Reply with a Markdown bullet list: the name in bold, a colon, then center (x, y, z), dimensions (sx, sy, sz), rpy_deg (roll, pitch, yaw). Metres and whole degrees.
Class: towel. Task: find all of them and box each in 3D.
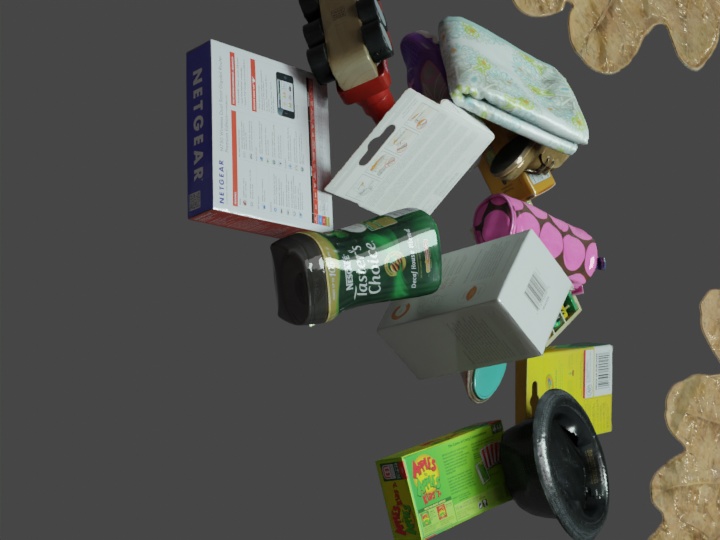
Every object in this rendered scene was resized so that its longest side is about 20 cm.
- **towel**: center (0.193, -0.238, 1.562), dimensions (0.199, 0.048, 0.172), rpy_deg (21, 33, -21)

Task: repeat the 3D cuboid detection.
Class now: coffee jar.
- **coffee jar**: center (-0.007, -0.004, 1.397), dimensions (0.199, 0.085, 0.105), rpy_deg (-15, 107, -29)

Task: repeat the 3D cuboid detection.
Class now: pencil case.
- **pencil case**: center (0.241, -0.034, 1.666), dimensions (0.199, 0.090, 0.094), rpy_deg (19, 72, -38)

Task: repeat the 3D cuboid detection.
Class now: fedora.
- **fedora**: center (0.237, 0.252, 1.544), dimensions (0.200, 0.091, 0.202), rpy_deg (29, 54, -48)

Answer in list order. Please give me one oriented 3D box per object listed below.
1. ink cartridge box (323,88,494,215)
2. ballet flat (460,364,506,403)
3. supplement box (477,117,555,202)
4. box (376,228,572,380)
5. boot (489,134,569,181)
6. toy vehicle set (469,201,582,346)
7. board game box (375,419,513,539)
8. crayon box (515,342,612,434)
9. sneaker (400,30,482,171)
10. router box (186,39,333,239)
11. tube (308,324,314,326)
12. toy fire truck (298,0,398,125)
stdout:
- **ink cartridge box**: center (0.054, -0.142, 1.478), dimensions (0.199, 0.161, 0.050), rpy_deg (20, 26, -50)
- **ballet flat**: center (0.162, 0.094, 1.599), dimensions (0.068, 0.067, 0.201), rpy_deg (52, 48, -29)
- **supplement box**: center (0.190, -0.186, 1.692), dimensions (0.069, 0.066, 0.201), rpy_deg (-23, 87, -48)
- **box**: center (0.138, 0.045, 1.492), dimensions (0.098, 0.199, 0.125), rpy_deg (49, 49, -23)
- **boot**: center (0.236, -0.156, 1.624), dimensions (0.076, 0.073, 0.200), rpy_deg (59, 39, -12)
- **toy vehicle set**: center (0.237, 0.000, 1.730), dimensions (0.124, 0.026, 0.201), rpy_deg (-38, 106, -44)
- **board game box**: center (0.111, 0.259, 1.512), dimensions (0.199, 0.047, 0.102), rpy_deg (-11, 86, -47)
- **crayon box**: center (0.272, 0.169, 1.682), dimensions (0.199, 0.051, 0.128), rpy_deg (-1, 92, -46)
- **sneaker**: center (0.088, -0.219, 1.617), dimensions (0.088, 0.080, 0.201), rpy_deg (-18, 86, -22)
- **router box**: center (-0.114, -0.145, 1.402), dimensions (0.179, 0.049, 0.202), rpy_deg (12, 70, -43)
- **tube**: center (0.000, 0.000, 1.478), dimensions (0.199, 0.052, 0.058), rpy_deg (-23, 56, -39)
- **toy fire truck**: center (0.026, -0.254, 1.509), dimensions (0.200, 0.128, 0.177), rpy_deg (57, 16, -44)
